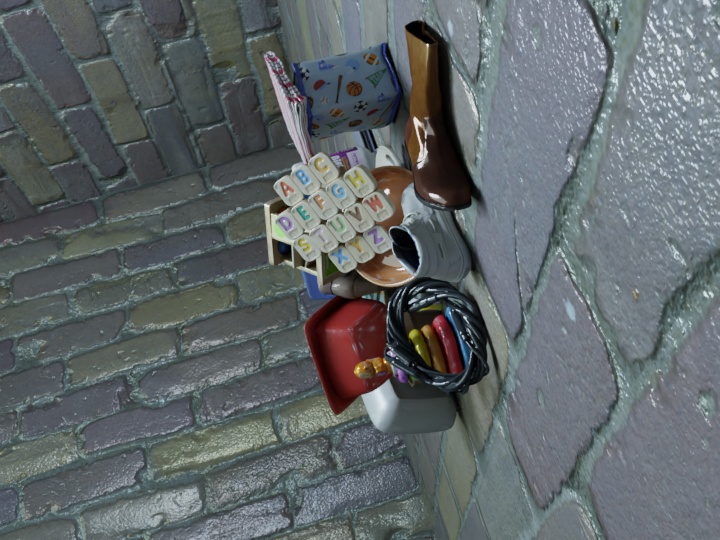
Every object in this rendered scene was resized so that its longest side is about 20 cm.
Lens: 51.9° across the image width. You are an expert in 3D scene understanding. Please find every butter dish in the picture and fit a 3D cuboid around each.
[{"bbox_3d":[0.015,0.142,1.384,0.199,0.147,0.201,-38,-64,-52],"label":"butter dish"}]

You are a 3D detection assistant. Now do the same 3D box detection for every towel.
[{"bbox_3d":[-0.110,-0.263,1.234,0.200,0.030,0.147,-116,9,-48],"label":"towel"}]

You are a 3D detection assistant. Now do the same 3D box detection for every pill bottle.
[{"bbox_3d":[-0.028,-0.183,1.477,0.112,0.199,0.113,163,90,-85],"label":"pill bottle"}]

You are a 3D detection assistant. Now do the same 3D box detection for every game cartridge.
[{"bbox_3d":[0.022,-0.249,1.688,0.130,0.038,0.201,76,177,-69],"label":"game cartridge"}]

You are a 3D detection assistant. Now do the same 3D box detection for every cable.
[{"bbox_3d":[0.125,0.102,1.156,0.200,0.051,0.164,25,101,38],"label":"cable"}]

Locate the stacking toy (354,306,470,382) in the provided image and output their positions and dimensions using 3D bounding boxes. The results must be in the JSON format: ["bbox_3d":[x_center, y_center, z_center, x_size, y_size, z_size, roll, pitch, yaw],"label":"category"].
[{"bbox_3d":[0.086,0.147,1.251,0.116,0.199,0.110,83,170,-69],"label":"stacking toy"}]

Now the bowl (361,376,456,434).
[{"bbox_3d":[0.103,0.242,1.559,0.200,0.199,0.075,-110,32,-41],"label":"bowl"}]

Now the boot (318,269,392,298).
[{"bbox_3d":[0.000,0.000,1.435,0.200,0.146,0.071,-59,-33,-72],"label":"boot"}]

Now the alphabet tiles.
[{"bbox_3d":[-0.044,-0.090,1.214,0.196,0.200,0.015,53,-146,-15],"label":"alphabet tiles"}]

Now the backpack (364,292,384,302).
[{"bbox_3d":[0.056,0.014,1.609,0.200,0.126,0.167,88,168,-59],"label":"backpack"}]

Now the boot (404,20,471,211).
[{"bbox_3d":[0.100,-0.196,0.946,0.189,0.068,0.201,-100,6,-51],"label":"boot"}]

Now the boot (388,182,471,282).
[{"bbox_3d":[0.084,-0.066,1.098,0.074,0.095,0.200,-62,38,34],"label":"boot"}]

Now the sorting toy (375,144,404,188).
[{"bbox_3d":[0.059,-0.126,1.341,0.200,0.106,0.181,-114,16,-56],"label":"sorting toy"}]

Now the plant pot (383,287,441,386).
[{"bbox_3d":[0.116,0.121,1.470,0.201,0.092,0.202,163,90,-84],"label":"plant pot"}]

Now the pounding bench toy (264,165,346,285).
[{"bbox_3d":[-0.087,-0.104,1.341,0.156,0.124,0.201,21,125,35],"label":"pounding bench toy"}]

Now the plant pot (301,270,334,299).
[{"bbox_3d":[-0.030,-0.054,1.795,0.200,0.179,0.200,-65,-27,-45],"label":"plant pot"}]

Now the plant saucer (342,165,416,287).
[{"bbox_3d":[0.054,-0.073,1.236,0.037,0.200,0.201,-7,-102,-52],"label":"plant saucer"}]

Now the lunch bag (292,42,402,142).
[{"bbox_3d":[-0.030,-0.297,1.298,0.200,0.169,0.124,101,154,-77],"label":"lunch bag"}]

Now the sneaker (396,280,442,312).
[{"bbox_3d":[0.116,0.017,1.363,0.200,0.074,0.085,-122,36,-74],"label":"sneaker"}]
